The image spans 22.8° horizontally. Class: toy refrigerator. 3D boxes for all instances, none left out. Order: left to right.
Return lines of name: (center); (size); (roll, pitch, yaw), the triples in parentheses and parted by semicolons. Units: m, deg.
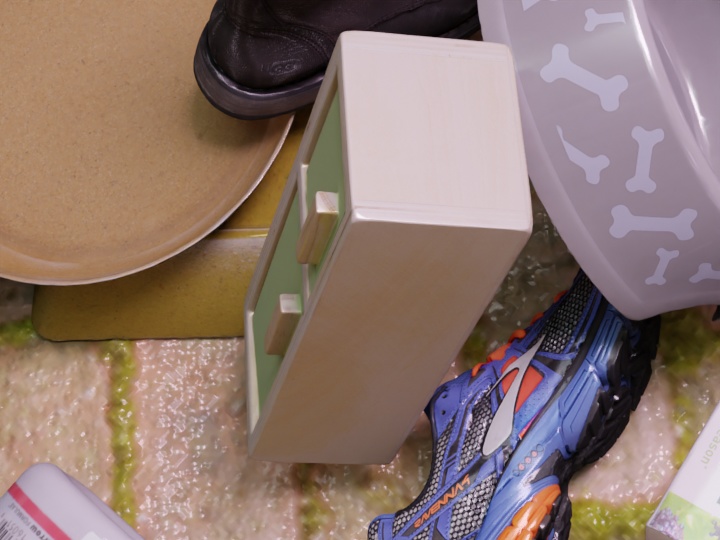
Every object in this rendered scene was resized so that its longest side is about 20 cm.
toy refrigerator: (0.000, 0.000, 0.676); (0.069, 0.200, 0.077); (4, 61, -13)

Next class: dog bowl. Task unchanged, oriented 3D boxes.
dog bowl: (0.123, -0.076, 0.708); (0.058, 0.199, 0.202); (-20, 65, 31)

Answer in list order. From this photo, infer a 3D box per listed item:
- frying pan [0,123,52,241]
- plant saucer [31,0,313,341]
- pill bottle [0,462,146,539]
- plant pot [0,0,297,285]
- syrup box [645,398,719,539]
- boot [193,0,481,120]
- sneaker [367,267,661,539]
frying pan: (-0.211, -0.066, 0.857); (0.115, 0.031, 0.190); (-40, 53, -3)
plant saucer: (-0.056, -0.072, 0.823); (0.198, 0.049, 0.202); (-2, 70, 10)
pill bottle: (-0.154, 0.184, 0.713); (0.108, 0.109, 0.200); (38, 80, 20)
plant pot: (-0.119, -0.085, 0.799); (0.198, 0.028, 0.202); (-3, 71, 9)
syrup box: (0.155, 0.097, 0.641); (0.081, 0.200, 0.079); (29, 78, 18)
boot: (0.015, -0.144, 0.703); (0.199, 0.174, 0.069); (-35, 78, -22)
sneaker: (0.065, 0.056, 0.742); (0.078, 0.075, 0.201); (24, 74, 21)
